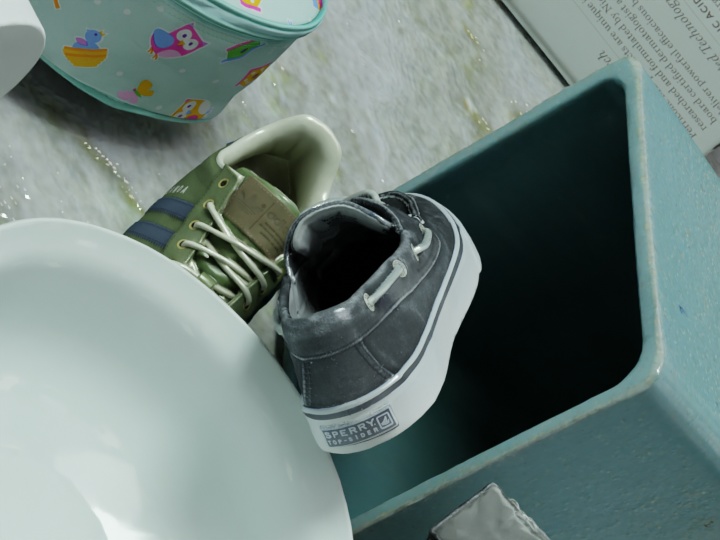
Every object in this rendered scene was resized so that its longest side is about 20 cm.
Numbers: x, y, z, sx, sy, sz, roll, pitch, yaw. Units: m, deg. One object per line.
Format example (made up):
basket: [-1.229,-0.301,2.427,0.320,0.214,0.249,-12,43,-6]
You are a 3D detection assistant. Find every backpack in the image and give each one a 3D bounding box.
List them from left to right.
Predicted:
backpack: [-0.093,-0.175,1.224,0.175,0.153,0.201,21,49,-47]

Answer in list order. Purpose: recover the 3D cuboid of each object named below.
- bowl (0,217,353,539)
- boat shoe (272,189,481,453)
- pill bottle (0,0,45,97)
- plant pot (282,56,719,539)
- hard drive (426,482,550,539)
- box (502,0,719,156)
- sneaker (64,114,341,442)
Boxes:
bowl: [-0.104,0.088,1.002,0.201,0.090,0.202,33,37,-29]
boat shoe: [0.000,0.000,1.096,0.200,0.071,0.068,-71,138,-65]
pill bottle: [-0.213,-0.153,1.078,0.116,0.116,0.201,-15,71,-56]
plant pot: [0.100,0.072,1.196,0.200,0.195,0.197,44,31,-32]
hard drive: [0.072,0.176,1.036,0.038,0.200,0.140,-34,70,-21]
box: [0.187,-0.187,1.602,0.200,0.131,0.199,51,32,-3]
sneaker: [-0.066,-0.006,1.142,0.067,0.090,0.200,47,33,-9]
